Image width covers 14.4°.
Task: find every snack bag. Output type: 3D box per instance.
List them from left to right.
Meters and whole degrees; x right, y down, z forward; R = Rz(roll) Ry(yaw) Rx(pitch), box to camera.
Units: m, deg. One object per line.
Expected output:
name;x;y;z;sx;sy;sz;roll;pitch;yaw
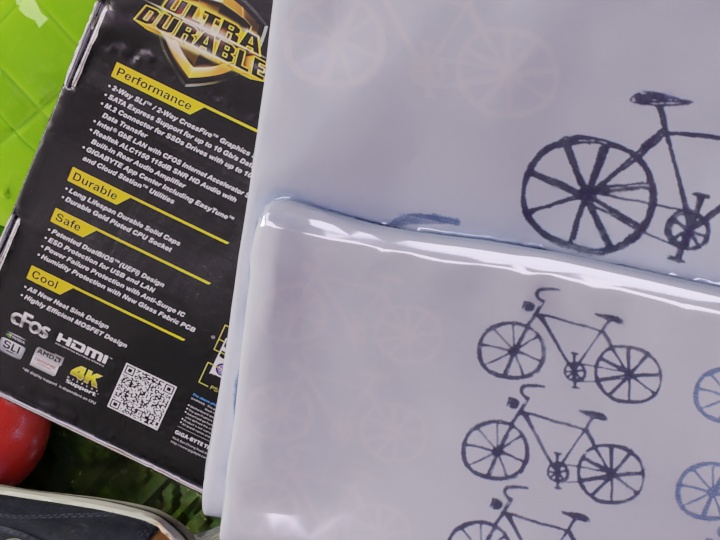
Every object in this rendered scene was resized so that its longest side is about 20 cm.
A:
snack bag;0.059;-0.001;0.774;0.188;0.021;0.200;11;111;6

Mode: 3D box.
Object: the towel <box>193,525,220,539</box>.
towel;-0.081;0.173;0.869;0.200;0.035;0.193;-20;46;8

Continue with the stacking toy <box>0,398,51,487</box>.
stacking toy;-0.200;0.059;0.954;0.200;0.085;0.085;-10;84;16

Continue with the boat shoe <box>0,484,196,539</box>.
boat shoe;-0.145;0.100;0.882;0.200;0.062;0.075;3;110;23

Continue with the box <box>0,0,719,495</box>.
box;0.000;0.000;0.826;0.200;0.049;0.160;25;115;0

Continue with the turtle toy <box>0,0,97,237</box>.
turtle toy;-0.067;-0.084;0.895;0.200;0.101;0.146;-38;102;15
